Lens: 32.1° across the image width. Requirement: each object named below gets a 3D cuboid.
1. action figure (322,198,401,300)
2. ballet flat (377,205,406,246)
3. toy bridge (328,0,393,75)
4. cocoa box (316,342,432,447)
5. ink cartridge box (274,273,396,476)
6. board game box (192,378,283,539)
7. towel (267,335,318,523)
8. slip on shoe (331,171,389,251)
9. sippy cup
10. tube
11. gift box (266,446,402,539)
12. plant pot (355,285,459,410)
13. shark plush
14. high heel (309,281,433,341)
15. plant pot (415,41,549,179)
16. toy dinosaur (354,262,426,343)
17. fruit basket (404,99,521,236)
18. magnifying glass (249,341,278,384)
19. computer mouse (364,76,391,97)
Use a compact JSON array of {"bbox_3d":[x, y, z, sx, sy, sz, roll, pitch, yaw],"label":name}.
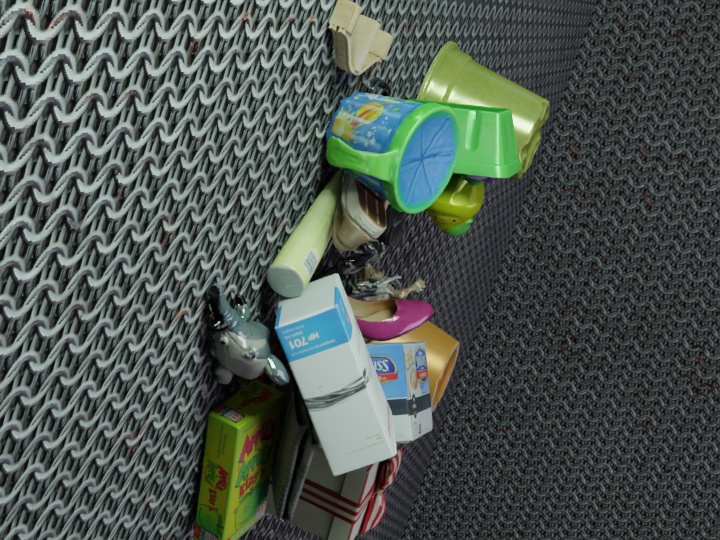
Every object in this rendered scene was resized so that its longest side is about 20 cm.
[{"bbox_3d":[0.000,0.000,1.734,0.119,0.101,0.201,-119,-157,-44],"label":"action figure"},{"bbox_3d":[0.040,-0.116,1.741,0.066,0.057,0.201,-33,147,-36],"label":"ballet flat"},{"bbox_3d":[-0.002,-0.265,1.474,0.068,0.027,0.200,-67,168,5],"label":"toy bridge"},{"bbox_3d":[0.019,0.167,1.727,0.200,0.132,0.133,14,72,-78],"label":"cocoa box"},{"bbox_3d":[-0.029,0.124,1.519,0.147,0.085,0.201,-93,164,-75],"label":"ink cartridge box"},{"bbox_3d":[-0.156,0.250,1.592,0.101,0.047,0.201,-34,142,-52],"label":"board game box"},{"bbox_3d":[-0.092,0.193,1.629,0.193,0.034,0.201,-102,-162,-45],"label":"towel"},{"bbox_3d":[0.000,-0.085,1.600,0.061,0.076,0.200,-43,-160,22],"label":"slip on shoe"},{"bbox_3d":[0.033,-0.154,1.530,0.140,0.130,0.178,-60,149,-9],"label":"sippy cup"},{"bbox_3d":[-0.059,-0.047,1.573,0.058,0.052,0.201,-27,-156,39],"label":"tube"},{"bbox_3d":[-0.030,0.286,1.920,0.200,0.186,0.186,-50,159,-51],"label":"gift box"},{"bbox_3d":[0.055,0.140,2.033,0.200,0.182,0.202,23,90,-77],"label":"plant pot"},{"bbox_3d":[-0.147,0.067,1.432,0.200,0.090,0.084,48,43,-54],"label":"shark plush"},{"bbox_3d":[0.001,0.044,1.658,0.067,0.198,0.097,-127,-152,-58],"label":"high heel"},{"bbox_3d":[0.193,-0.236,1.978,0.200,0.183,0.202,22,90,-78],"label":"plant pot"},{"bbox_3d":[0.011,0.065,1.879,0.136,0.086,0.201,-44,-169,50],"label":"toy dinosaur"},{"bbox_3d":[0.129,-0.143,1.832,0.155,0.214,0.217,-30,141,-70],"label":"fruit basket"},{"bbox_3d":[-0.145,0.186,1.646,0.080,0.022,0.202,-24,133,-66],"label":"magnifying glass"},{"bbox_3d":[0.016,-0.196,1.661,0.059,0.034,0.200,-52,161,-21],"label":"computer mouse"}]
